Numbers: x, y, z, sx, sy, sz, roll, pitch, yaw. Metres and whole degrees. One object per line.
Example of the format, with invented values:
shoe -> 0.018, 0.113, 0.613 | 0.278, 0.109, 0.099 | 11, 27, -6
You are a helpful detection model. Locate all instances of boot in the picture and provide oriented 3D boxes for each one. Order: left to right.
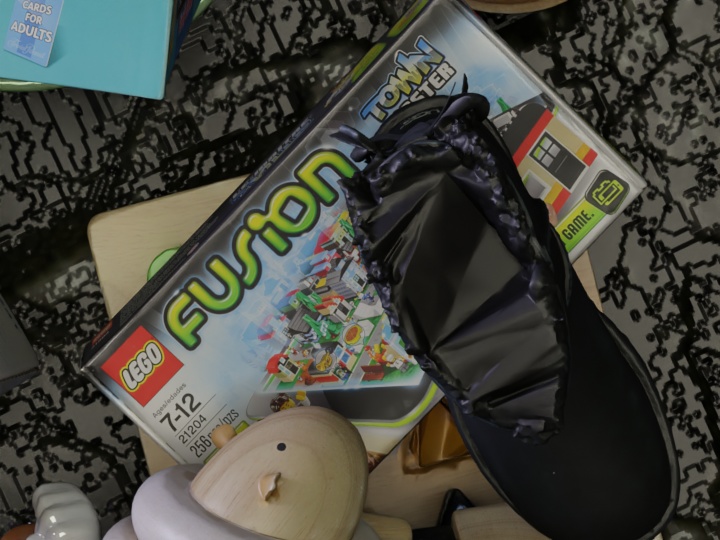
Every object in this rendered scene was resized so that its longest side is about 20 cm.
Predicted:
boot -> 0.054, 0.025, 1.043 | 0.073, 0.162, 0.199 | -26, 97, 4

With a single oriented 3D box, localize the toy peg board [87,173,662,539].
toy peg board -> 0.006, 0.050, 1.209 | 0.199, 0.098, 0.201 | -14, 90, 0

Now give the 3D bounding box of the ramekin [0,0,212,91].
ramekin -> -0.132, -0.169, 1.208 | 0.198, 0.098, 0.202 | 0, 90, 0

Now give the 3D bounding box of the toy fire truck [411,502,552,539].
toy fire truck -> 0.059, 0.210, 1.136 | 0.128, 0.200, 0.177 | -7, 125, -5

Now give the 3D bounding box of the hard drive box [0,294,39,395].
hard drive box -> -0.201, -0.006, 1.157 | 0.077, 0.200, 0.156 | -31, 89, 0

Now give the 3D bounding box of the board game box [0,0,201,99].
board game box -> -0.158, -0.115, 1.080 | 0.198, 0.151, 0.047 | 7, 109, 0

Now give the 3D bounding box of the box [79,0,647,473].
box -> 0.000, 0.000, 1.142 | 0.110, 0.035, 0.200 | 42, 97, -11

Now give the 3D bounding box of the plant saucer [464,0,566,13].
plant saucer -> 0.033, -0.196, 1.199 | 0.199, 0.035, 0.202 | 10, 73, -36

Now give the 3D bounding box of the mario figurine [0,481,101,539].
mario figurine -> -0.159, 0.127, 1.157 | 0.105, 0.200, 0.124 | 20, 89, -1

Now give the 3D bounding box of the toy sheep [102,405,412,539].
toy sheep -> -0.044, 0.144, 1.094 | 0.137, 0.138, 0.201 | 16, 99, 0
